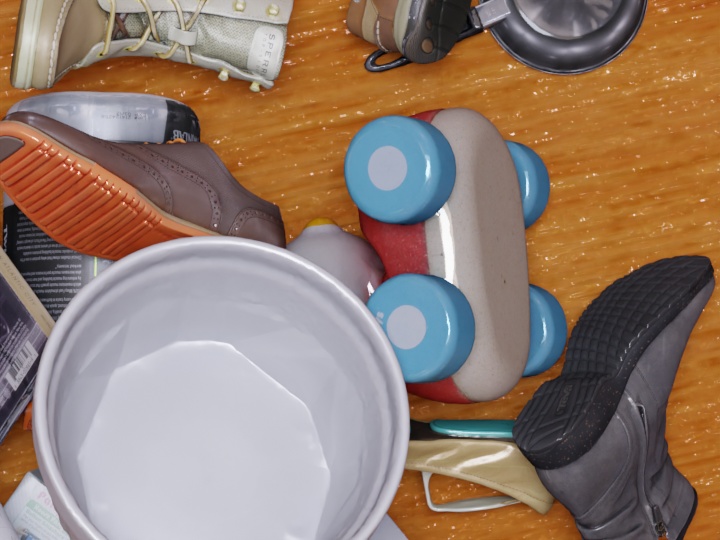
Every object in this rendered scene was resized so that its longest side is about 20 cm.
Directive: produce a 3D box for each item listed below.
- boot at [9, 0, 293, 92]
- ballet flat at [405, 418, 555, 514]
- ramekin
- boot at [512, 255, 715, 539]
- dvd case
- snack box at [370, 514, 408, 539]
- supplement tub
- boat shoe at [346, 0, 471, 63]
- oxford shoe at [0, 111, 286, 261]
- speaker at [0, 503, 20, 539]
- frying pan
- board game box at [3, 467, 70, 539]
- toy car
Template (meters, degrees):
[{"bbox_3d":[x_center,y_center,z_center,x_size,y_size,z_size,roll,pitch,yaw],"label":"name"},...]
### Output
[{"bbox_3d":[-0.121,-0.149,1.050,0.154,0.200,0.072,19,120,-2],"label":"boot"},{"bbox_3d":[0.033,0.119,1.088,0.198,0.069,0.064,8,99,0],"label":"ballet flat"},{"bbox_3d":[-0.080,0.092,0.939,0.198,0.105,0.202,5,64,-12],"label":"ramekin"},{"bbox_3d":[0.179,0.094,1.092,0.200,0.070,0.132,-46,117,-28],"label":"boot"},{"bbox_3d":[-0.263,0.009,1.045,0.016,0.149,0.200,-23,69,-47],"label":"dvd case"},{"bbox_3d":[-0.054,0.170,1.006,0.142,0.053,0.200,-33,76,-34],"label":"snack box"},{"bbox_3d":[-0.159,-0.002,1.062,0.121,0.123,0.202,0,85,-1],"label":"supplement tub"},{"bbox_3d":[0.047,-0.230,1.110,0.073,0.076,0.201,15,70,29],"label":"boat shoe"},{"bbox_3d":[-0.125,-0.046,0.984,0.199,0.071,0.073,31,52,-34],"label":"oxford shoe"},{"bbox_3d":[-0.243,0.149,0.993,0.081,0.081,0.201,-33,69,-4],"label":"speaker"},{"bbox_3d":[0.097,-0.187,1.134,0.188,0.031,0.116,1,84,-4],"label":"frying pan"},{"bbox_3d":[-0.203,0.246,1.071,0.147,0.064,0.201,37,87,1],"label":"board game box"},{"bbox_3d":[0.000,0.000,1.067,0.199,0.184,0.178,-9,85,26],"label":"toy car"}]
